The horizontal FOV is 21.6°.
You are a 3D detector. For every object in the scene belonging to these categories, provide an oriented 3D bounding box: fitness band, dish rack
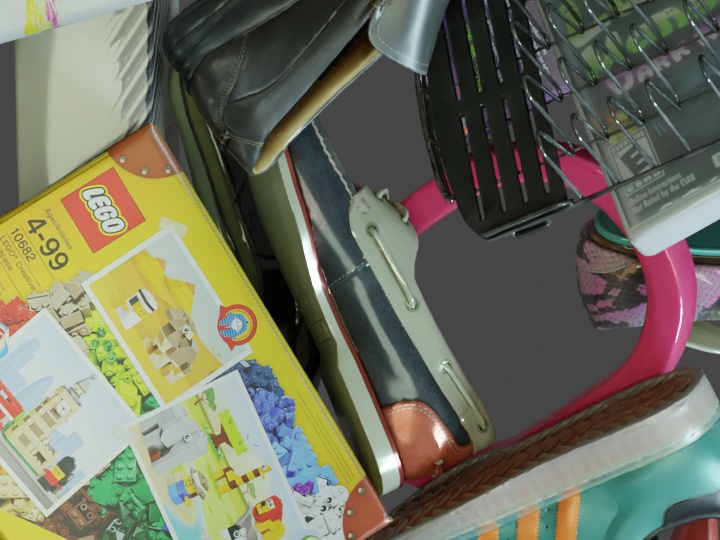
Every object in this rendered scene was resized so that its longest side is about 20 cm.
[{"bbox_3d":[0.065,0.023,0.896,0.199,0.037,0.144,-37,90,30],"label":"fitness band"},{"bbox_3d":[0.106,-0.106,0.779,0.199,0.054,0.155,-23,56,23],"label":"dish rack"}]

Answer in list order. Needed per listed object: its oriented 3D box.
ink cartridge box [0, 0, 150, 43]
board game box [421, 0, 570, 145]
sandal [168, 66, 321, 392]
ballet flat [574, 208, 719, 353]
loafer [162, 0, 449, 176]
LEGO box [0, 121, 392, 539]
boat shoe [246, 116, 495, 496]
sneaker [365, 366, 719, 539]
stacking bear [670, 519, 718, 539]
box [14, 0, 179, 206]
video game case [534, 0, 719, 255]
[{"bbox_3d":[-0.160,-0.157,0.812,0.198,0.068,0.116,-14,100,7],"label":"ink cartridge box"},{"bbox_3d":[0.054,-0.172,0.891,0.119,0.032,0.202,-25,97,5],"label":"board game box"},{"bbox_3d":[-0.063,-0.009,0.919,0.057,0.080,0.203,-10,94,25],"label":"sandal"},{"bbox_3d":[0.202,0.008,0.901,0.198,0.069,0.072,1,120,9],"label":"ballet flat"},{"bbox_3d":[0.013,-0.113,0.786,0.199,0.073,0.073,-31,78,24],"label":"loafer"},{"bbox_3d":[-0.102,0.060,0.828,0.148,0.077,0.201,-33,98,-7],"label":"LEGO box"},{"bbox_3d":[0.000,0.000,0.863,0.062,0.071,0.202,-21,91,-12],"label":"boat shoe"},{"bbox_3d":[0.087,0.120,0.862,0.199,0.071,0.080,-27,98,27],"label":"sneaker"},{"bbox_3d":[0.073,0.186,0.925,0.198,0.122,0.115,-1,114,14],"label":"stacking bear"},{"bbox_3d":[-0.123,-0.126,0.890,0.068,0.082,0.202,1,103,4],"label":"box"},{"bbox_3d":[0.173,-0.128,0.793,0.199,0.023,0.183,-30,55,19],"label":"video game case"}]
